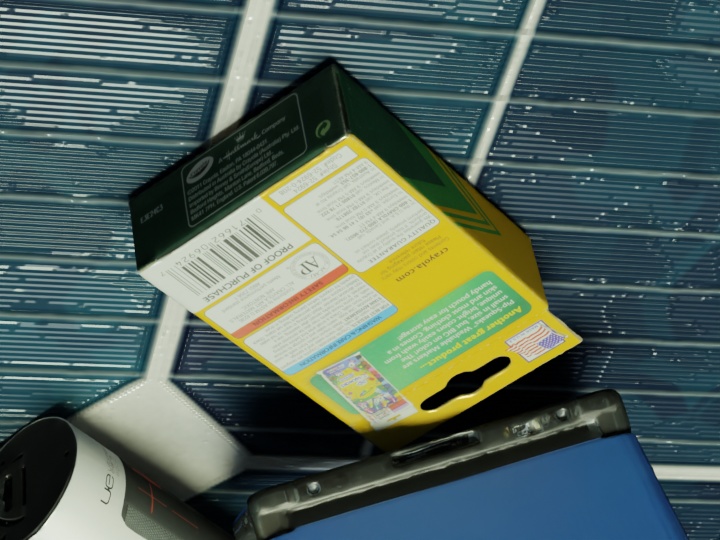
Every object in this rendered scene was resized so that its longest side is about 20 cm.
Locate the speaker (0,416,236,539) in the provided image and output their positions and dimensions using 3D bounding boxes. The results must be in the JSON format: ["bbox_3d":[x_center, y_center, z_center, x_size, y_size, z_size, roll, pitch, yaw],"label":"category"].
[{"bbox_3d":[-0.110,0.158,1.281,0.081,0.082,0.200,-34,127,23],"label":"speaker"}]

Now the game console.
[{"bbox_3d":[0.049,0.144,1.227,0.198,0.119,0.171,-15,170,-11],"label":"game console"}]

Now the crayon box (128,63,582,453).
[{"bbox_3d":[0.000,0.000,1.172,0.125,0.052,0.200,-32,134,21],"label":"crayon box"}]
